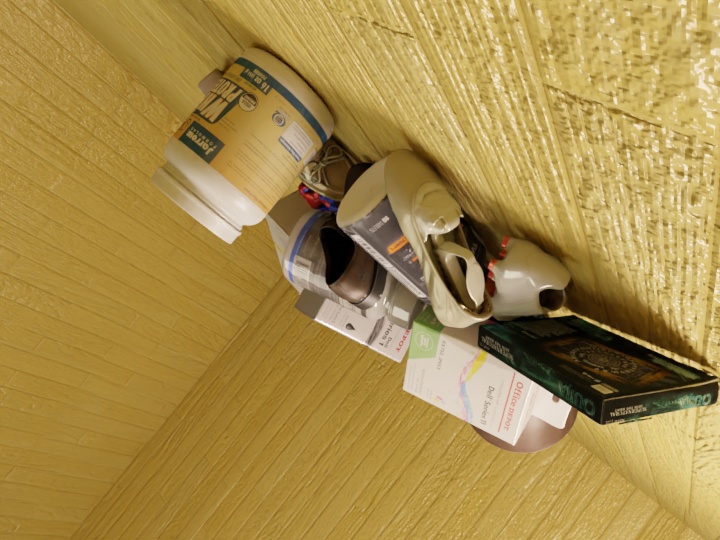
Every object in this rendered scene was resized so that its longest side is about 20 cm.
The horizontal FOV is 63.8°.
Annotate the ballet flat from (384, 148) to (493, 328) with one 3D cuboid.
[{"bbox_3d":[0.086,-0.031,0.589,0.201,0.069,0.069,66,169,-16],"label":"ballet flat"}]

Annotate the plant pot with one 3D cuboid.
[{"bbox_3d":[0.238,0.148,0.868,0.187,0.187,0.201,37,161,33],"label":"plant pot"}]

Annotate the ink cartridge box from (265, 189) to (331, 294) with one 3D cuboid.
[{"bbox_3d":[-0.072,-0.037,1.052,0.125,0.128,0.201,43,157,38],"label":"ink cartridge box"}]

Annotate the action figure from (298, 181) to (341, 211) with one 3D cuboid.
[{"bbox_3d":[-0.044,-0.113,0.912,0.199,0.052,0.065,25,162,50],"label":"action figure"}]

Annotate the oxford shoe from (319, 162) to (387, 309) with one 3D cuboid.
[{"bbox_3d":[-0.008,-0.059,0.727,0.072,0.202,0.084,-23,144,39],"label":"oxford shoe"}]

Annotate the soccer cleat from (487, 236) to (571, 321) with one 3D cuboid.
[{"bbox_3d":[0.181,0.025,0.626,0.077,0.070,0.200,30,172,20],"label":"soccer cleat"}]

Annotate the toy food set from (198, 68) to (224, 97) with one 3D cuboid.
[{"bbox_3d":[-0.196,-0.243,0.925,0.144,0.060,0.200,48,-175,-20],"label":"toy food set"}]

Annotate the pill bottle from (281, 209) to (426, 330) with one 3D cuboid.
[{"bbox_3d":[0.000,0.000,0.818,0.199,0.114,0.114,24,173,15],"label":"pill bottle"}]

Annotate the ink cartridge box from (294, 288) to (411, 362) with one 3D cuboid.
[{"bbox_3d":[0.013,0.047,0.970,0.199,0.147,0.084,30,176,-33],"label":"ink cartridge box"}]

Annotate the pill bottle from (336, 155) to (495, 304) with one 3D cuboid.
[{"bbox_3d":[0.075,-0.032,0.679,0.200,0.106,0.106,40,177,-23],"label":"pill bottle"}]

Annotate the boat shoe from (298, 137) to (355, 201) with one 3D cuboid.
[{"bbox_3d":[-0.079,-0.174,0.808,0.201,0.073,0.063,47,-178,5],"label":"boat shoe"}]

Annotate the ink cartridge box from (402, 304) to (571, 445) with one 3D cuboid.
[{"bbox_3d":[0.158,0.130,0.713,0.199,0.118,0.067,22,-146,26],"label":"ink cartridge box"}]

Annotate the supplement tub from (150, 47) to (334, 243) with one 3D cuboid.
[{"bbox_3d":[-0.143,-0.148,0.708,0.144,0.200,0.145,39,176,3],"label":"supplement tub"}]

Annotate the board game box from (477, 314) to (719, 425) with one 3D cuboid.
[{"bbox_3d":[0.229,0.092,0.590,0.134,0.028,0.200,-3,-166,-19],"label":"board game box"}]

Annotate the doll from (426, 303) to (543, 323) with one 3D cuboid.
[{"bbox_3d":[0.180,0.089,0.756,0.199,0.138,0.048,12,-171,33],"label":"doll"}]
